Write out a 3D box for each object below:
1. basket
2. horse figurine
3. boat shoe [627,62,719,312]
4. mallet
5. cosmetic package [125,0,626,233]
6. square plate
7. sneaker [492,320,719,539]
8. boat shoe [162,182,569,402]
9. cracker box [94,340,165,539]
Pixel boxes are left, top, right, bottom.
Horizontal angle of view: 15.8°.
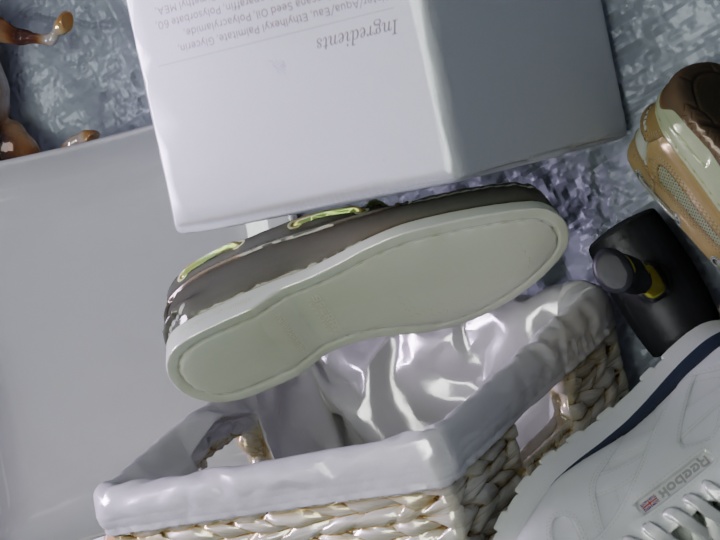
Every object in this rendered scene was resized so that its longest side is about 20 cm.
[{"bbox_3d":[0.022,0.123,1.219,0.199,0.198,0.162,-14,102,32],"label":"basket"},{"bbox_3d":[-0.198,-0.094,1.405,0.132,0.050,0.201,-3,104,46],"label":"horse figurine"},{"bbox_3d":[0.195,0.001,1.173,0.200,0.071,0.076,56,137,18],"label":"boat shoe"},{"bbox_3d":[0.118,-0.005,1.143,0.041,0.200,0.066,-32,75,9],"label":"mallet"},{"bbox_3d":[0.002,-0.135,1.203,0.164,0.165,0.201,-9,94,34],"label":"cosmetic package"},{"bbox_3d":[-0.119,0.029,1.328,0.028,0.199,0.199,179,76,-75],"label":"square plate"},{"bbox_3d":[0.128,0.102,1.100,0.080,0.200,0.077,19,152,51],"label":"sneaker"},{"bbox_3d":[-0.001,-0.002,1.225,0.201,0.072,0.060,-20,44,9],"label":"boat shoe"},{"bbox_3d":[-0.180,0.089,1.429,0.199,0.058,0.135,7,103,32],"label":"cracker box"}]
